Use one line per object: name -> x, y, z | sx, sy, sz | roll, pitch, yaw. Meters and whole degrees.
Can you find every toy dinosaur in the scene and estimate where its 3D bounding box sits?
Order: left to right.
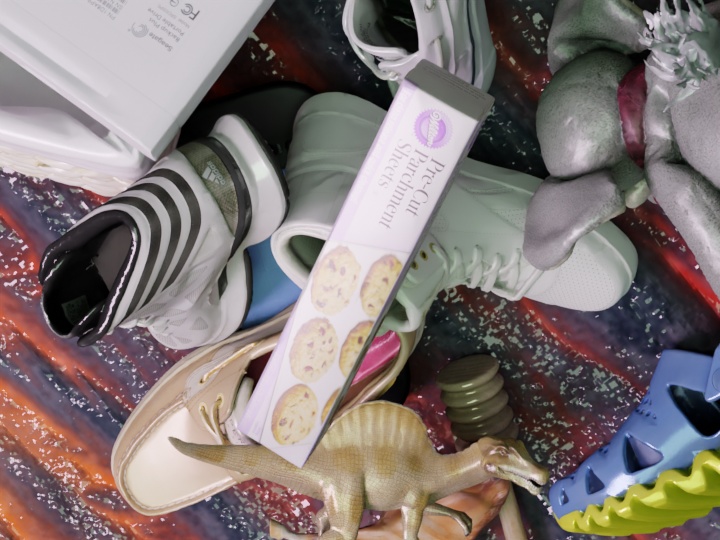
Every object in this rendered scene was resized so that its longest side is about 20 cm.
toy dinosaur -> -0.006, 0.112, 0.930 | 0.198, 0.058, 0.102 | 3, 114, -11

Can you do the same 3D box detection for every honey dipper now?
honey dipper -> 0.088, 0.144, 1.013 | 0.038, 0.038, 0.202 | -14, 110, 14

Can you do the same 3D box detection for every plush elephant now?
plush elephant -> 0.156, -0.064, 0.874 | 0.199, 0.154, 0.166 | 29, 70, -35

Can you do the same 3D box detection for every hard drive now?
hard drive -> -0.088, -0.169, 0.822 | 0.131, 0.027, 0.201 | 35, 82, 7

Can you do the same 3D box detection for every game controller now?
game controller -> -0.042, -0.001, 0.977 | 0.103, 0.042, 0.202 | -13, 107, 14

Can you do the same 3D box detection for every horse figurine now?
horse figurine -> 0.015, 0.174, 1.016 | 0.131, 0.050, 0.202 | 4, 119, 4

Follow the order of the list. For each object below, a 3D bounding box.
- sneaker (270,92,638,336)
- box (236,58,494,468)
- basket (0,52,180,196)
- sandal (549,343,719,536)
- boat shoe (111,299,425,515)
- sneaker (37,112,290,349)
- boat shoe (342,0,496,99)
sneaker -> 0.046, -0.001, 0.909 | 0.198, 0.116, 0.074 | 23, 136, -10
box -> 0.000, 0.000, 0.830 | 0.041, 0.039, 0.201 | 29, 116, 5
basket -> -0.175, -0.122, 0.891 | 0.198, 0.123, 0.137 | 16, 80, 4
sandal -> 0.182, 0.079, 0.960 | 0.199, 0.079, 0.088 | -34, 64, 26
boat shoe -> -0.054, 0.069, 0.945 | 0.199, 0.069, 0.074 | -37, 103, 12
sneaker -> -0.112, 0.000, 0.876 | 0.076, 0.115, 0.201 | 56, 155, 13
boat shoe -> 0.020, -0.126, 0.856 | 0.074, 0.067, 0.201 | 43, 158, 25
